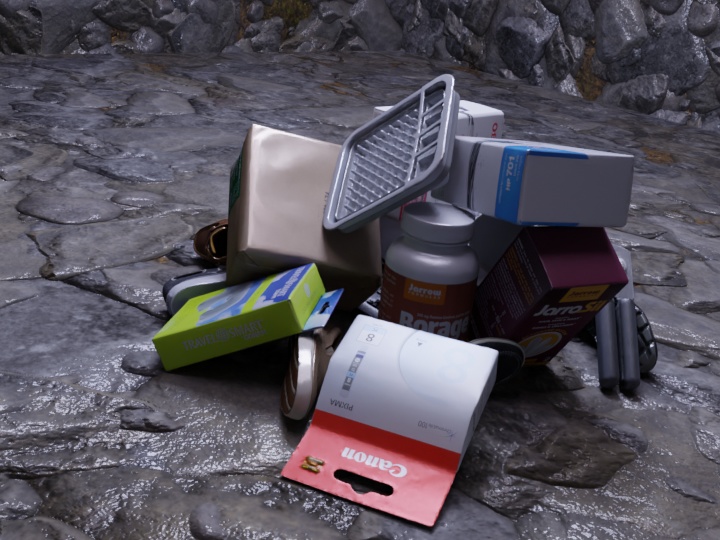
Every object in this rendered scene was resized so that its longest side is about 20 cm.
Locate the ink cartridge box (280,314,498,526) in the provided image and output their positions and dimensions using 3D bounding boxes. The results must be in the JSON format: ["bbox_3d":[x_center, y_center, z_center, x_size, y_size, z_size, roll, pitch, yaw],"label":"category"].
[{"bbox_3d":[0.032,0.139,0.869,0.160,0.047,0.200,14,42,19],"label":"ink cartridge box"}]

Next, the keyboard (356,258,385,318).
[{"bbox_3d":[0.000,0.000,1.212,0.200,0.040,0.104,33,43,16],"label":"keyboard"}]

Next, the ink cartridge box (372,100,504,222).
[{"bbox_3d":[0.107,-0.162,1.267,0.200,0.145,0.084,-14,31,-43],"label":"ink cartridge box"}]

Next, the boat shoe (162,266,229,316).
[{"bbox_3d":[-0.167,0.022,1.168,0.199,0.070,0.066,-13,28,-26],"label":"boat shoe"}]

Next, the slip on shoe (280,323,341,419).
[{"bbox_3d":[-0.051,0.106,0.988,0.060,0.076,0.200,17,14,-8],"label":"slip on shoe"}]

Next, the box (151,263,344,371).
[{"bbox_3d":[-0.128,0.050,1.019,0.199,0.048,0.122,-16,16,16],"label":"box"}]

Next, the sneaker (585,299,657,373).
[{"bbox_3d":[0.342,0.066,1.193,0.079,0.075,0.200,36,17,-44],"label":"sneaker"}]

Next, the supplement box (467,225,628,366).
[{"bbox_3d":[0.211,0.035,1.048,0.110,0.200,0.086,-3,58,-23],"label":"supplement box"}]

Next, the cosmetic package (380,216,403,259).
[{"bbox_3d":[0.043,-0.060,1.351,0.199,0.123,0.199,10,22,10],"label":"cosmetic package"}]

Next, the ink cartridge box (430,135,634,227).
[{"bbox_3d":[0.193,-0.106,1.023,0.146,0.086,0.200,0,14,-24],"label":"ink cartridge box"}]

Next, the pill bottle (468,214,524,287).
[{"bbox_3d":[0.196,-0.011,1.173,0.110,0.111,0.200,14,-13,18],"label":"pill bottle"}]

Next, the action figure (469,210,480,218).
[{"bbox_3d":[0.218,-0.061,1.442,0.119,0.102,0.200,-47,10,-32],"label":"action figure"}]

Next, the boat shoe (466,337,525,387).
[{"bbox_3d":[0.107,0.127,0.978,0.199,0.075,0.062,-11,33,-28],"label":"boat shoe"}]

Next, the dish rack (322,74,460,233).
[{"bbox_3d":[0.044,-0.133,1.065,0.043,0.200,0.172,36,48,-31],"label":"dish rack"}]

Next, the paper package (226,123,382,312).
[{"bbox_3d":[-0.075,-0.067,1.141,0.190,0.103,0.201,12,57,-21],"label":"paper package"}]

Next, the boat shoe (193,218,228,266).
[{"bbox_3d":[-0.188,-0.043,1.246,0.067,0.072,0.200,13,-4,-39],"label":"boat shoe"}]

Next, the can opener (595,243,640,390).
[{"bbox_3d":[0.322,0.060,1.129,0.053,0.067,0.201,6,66,-3],"label":"can opener"}]

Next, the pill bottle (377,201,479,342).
[{"bbox_3d":[0.079,0.026,1.041,0.112,0.201,0.112,6,22,-2],"label":"pill bottle"}]
